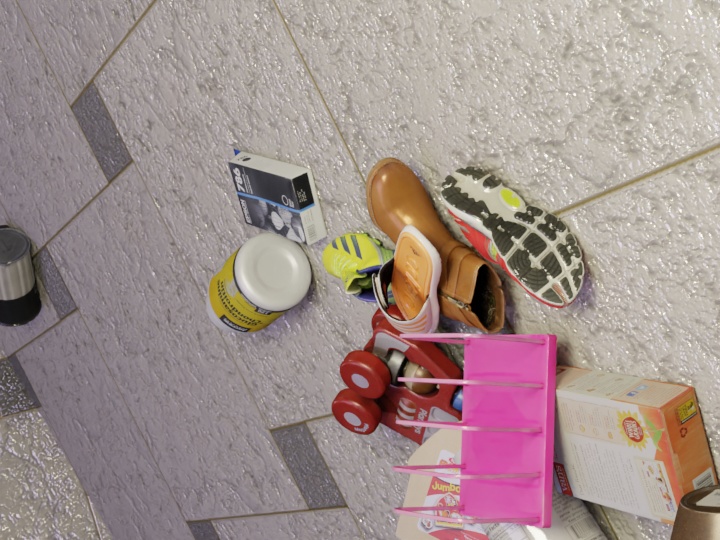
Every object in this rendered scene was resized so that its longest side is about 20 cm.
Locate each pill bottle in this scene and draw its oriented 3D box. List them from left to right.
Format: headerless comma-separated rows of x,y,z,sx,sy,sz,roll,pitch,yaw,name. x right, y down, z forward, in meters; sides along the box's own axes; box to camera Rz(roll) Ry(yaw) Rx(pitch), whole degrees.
-0.154,0.026,1.884,0.112,0.112,0.200,60,151,4,pill bottle
0.194,0.276,1.503,0.201,0.114,0.115,58,152,18,pill bottle

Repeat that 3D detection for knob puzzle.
0.148,0.267,1.610,0.218,0.030,0.221,2,93,28,knob puzzle

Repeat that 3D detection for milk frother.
-0.814,0.015,2.868,0.180,0.199,0.189,44,146,37,milk frother

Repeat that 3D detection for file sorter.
0.114,0.166,1.403,0.139,0.125,0.202,-5,81,54,file sorter

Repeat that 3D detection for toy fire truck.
0.065,0.146,1.658,0.167,0.112,0.201,27,142,12,toy fire truck

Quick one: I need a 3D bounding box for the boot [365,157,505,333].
0.085,-0.024,1.464,0.155,0.076,0.201,34,147,58,boot

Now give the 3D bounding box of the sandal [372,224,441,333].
0.044,0.019,1.457,0.079,0.059,0.207,47,162,22,sandal

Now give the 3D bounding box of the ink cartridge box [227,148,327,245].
-0.125,-0.103,1.805,0.200,0.039,0.100,19,131,52,ink cartridge box

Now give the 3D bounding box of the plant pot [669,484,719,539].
0.360,0.311,1.249,0.187,0.186,0.202,0,100,58,plant pot

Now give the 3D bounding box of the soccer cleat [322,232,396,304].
0.000,-0.001,1.639,0.200,0.083,0.065,15,127,54,soccer cleat

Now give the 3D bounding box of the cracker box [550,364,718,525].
0.272,0.179,1.376,0.200,0.057,0.135,6,117,56,cracker box

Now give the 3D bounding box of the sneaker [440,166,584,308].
0.163,-0.030,1.383,0.200,0.077,0.085,49,168,32,sneaker
